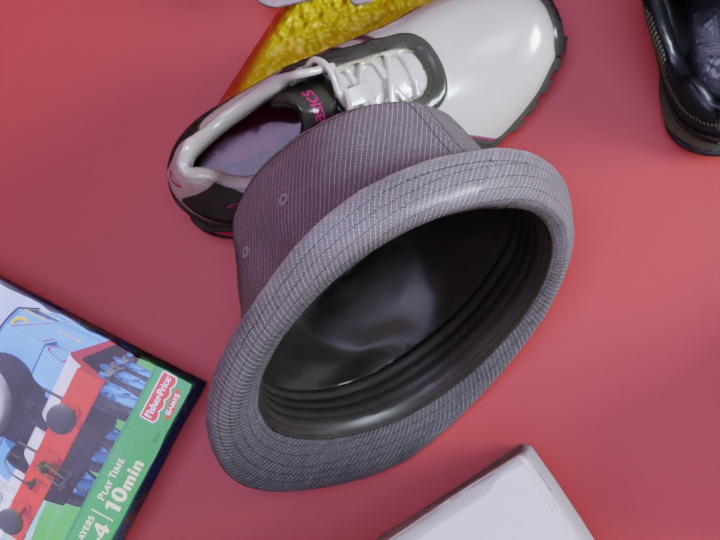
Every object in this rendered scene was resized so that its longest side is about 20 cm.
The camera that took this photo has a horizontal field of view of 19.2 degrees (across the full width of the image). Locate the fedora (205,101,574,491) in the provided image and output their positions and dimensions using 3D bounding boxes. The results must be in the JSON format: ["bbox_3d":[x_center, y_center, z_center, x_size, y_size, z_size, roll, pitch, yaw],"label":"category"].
[{"bbox_3d":[0.000,0.000,0.944,0.090,0.177,0.200,58,138,32],"label":"fedora"}]

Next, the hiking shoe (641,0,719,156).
[{"bbox_3d":[0.158,-0.155,0.958,0.076,0.101,0.200,-11,86,4],"label":"hiking shoe"}]

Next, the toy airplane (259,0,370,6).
[{"bbox_3d":[-0.021,-0.215,0.949,0.199,0.141,0.200,33,90,5],"label":"toy airplane"}]

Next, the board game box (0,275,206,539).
[{"bbox_3d":[-0.197,0.073,1.009,0.200,0.037,0.151,27,90,7],"label":"board game box"}]

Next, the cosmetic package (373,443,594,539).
[{"bbox_3d":[0.020,0.177,0.903,0.200,0.199,0.123,-34,84,3],"label":"cosmetic package"}]

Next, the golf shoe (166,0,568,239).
[{"bbox_3d":[0.005,-0.073,0.975,0.200,0.088,0.077,-28,83,2],"label":"golf shoe"}]
